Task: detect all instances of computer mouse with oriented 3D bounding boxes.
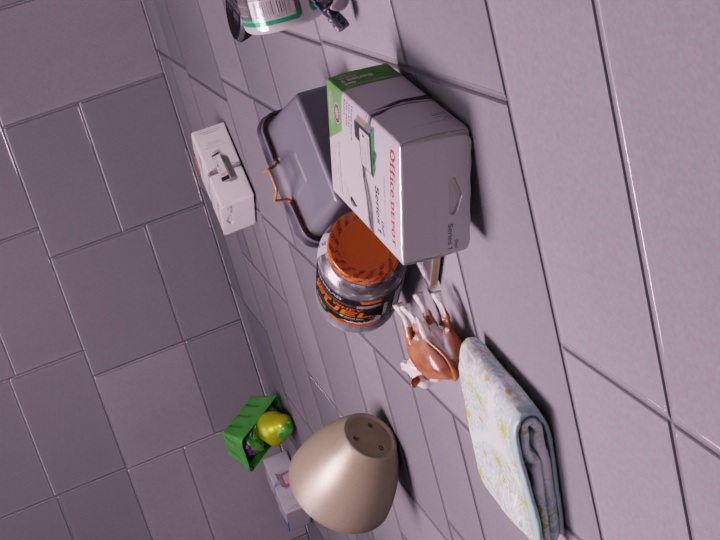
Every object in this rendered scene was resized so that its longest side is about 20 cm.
[{"bbox_3d":[-0.174,-0.451,1.889,0.139,0.052,0.202,-124,29,-45],"label":"computer mouse"}]

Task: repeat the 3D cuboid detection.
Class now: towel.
[{"bbox_3d":[0.169,0.200,1.402,0.171,0.047,0.203,-131,24,-57],"label":"towel"}]

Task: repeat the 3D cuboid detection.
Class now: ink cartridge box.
[{"bbox_3d":[-0.227,0.684,3.787,0.145,0.083,0.202,89,159,-56],"label":"ink cartridge box"},{"bbox_3d":[-0.308,-0.206,2.757,0.147,0.082,0.202,98,151,-66],"label":"ink cartridge box"},{"bbox_3d":[0.039,-0.119,1.332,0.200,0.083,0.148,-131,32,-53],"label":"ink cartridge box"}]

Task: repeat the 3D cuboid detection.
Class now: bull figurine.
[{"bbox_3d":[0.086,0.092,1.546,0.123,0.064,0.200,67,167,-1],"label":"bull figurine"}]

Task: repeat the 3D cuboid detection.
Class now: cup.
[{"bbox_3d":[-0.009,0.334,2.129,0.202,0.198,0.144,61,136,36],"label":"cup"}]

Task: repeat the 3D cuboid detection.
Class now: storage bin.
[{"bbox_3d":[-0.051,-0.151,1.641,0.203,0.144,0.134,68,157,9],"label":"storage bin"}]

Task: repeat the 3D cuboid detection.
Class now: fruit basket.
[{"bbox_3d":[-0.265,0.457,3.459,0.216,0.213,0.157,-125,19,-50],"label":"fruit basket"}]

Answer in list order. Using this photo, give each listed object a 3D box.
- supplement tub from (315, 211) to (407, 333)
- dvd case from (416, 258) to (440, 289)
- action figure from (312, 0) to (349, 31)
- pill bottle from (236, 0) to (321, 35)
[{"bbox_3d":[0.000,0.000,1.636,0.200,0.121,0.124,97,150,-70],"label":"supplement tub"},{"bbox_3d":[0.065,-0.089,1.479,0.201,0.016,0.150,90,158,-59],"label":"dvd case"},{"bbox_3d":[-0.041,-0.368,1.408,0.200,0.104,0.194,48,-172,-32],"label":"action figure"},{"bbox_3d":[-0.121,-0.414,1.555,0.113,0.112,0.203,-137,30,-64],"label":"pill bottle"}]
